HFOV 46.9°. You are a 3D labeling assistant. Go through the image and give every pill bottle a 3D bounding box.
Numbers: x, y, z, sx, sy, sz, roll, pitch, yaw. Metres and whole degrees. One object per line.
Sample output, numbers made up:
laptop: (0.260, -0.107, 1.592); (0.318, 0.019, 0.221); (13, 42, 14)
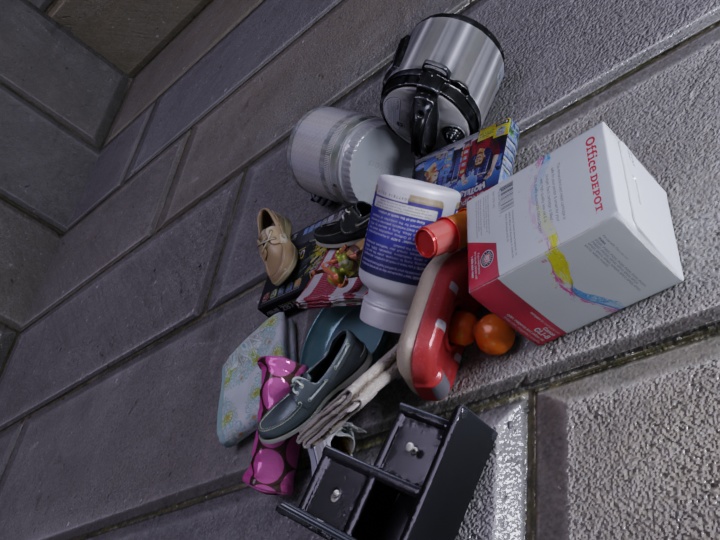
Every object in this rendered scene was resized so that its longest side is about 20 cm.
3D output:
pill bottle: (0.061, -0.022, 1.147); (0.119, 0.118, 0.203); (29, 109, 60)

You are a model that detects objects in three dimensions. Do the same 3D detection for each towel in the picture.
towel: (-0.180, 0.186, 1.440); (0.171, 0.048, 0.201); (-41, 33, 25)
towel: (0.004, 0.157, 1.086); (0.133, 0.035, 0.200); (-45, -7, 35)
towel: (0.000, 0.000, 1.316); (0.198, 0.023, 0.145); (-7, 38, 36)

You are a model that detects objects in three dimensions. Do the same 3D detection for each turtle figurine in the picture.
turtle figurine: (0.004, -0.027, 1.250); (0.161, 0.064, 0.200); (-44, 4, -1)

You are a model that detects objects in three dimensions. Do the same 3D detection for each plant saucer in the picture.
plant saucer: (-0.017, 0.109, 1.295); (0.199, 0.036, 0.202); (-35, 35, 30)

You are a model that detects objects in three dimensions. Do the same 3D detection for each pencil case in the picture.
pencil case: (-0.129, 0.232, 1.247); (0.093, 0.090, 0.203); (-7, 70, 46)

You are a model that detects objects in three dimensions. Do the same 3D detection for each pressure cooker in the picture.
pressure cooker: (0.126, -0.285, 1.326); (0.177, 0.176, 0.202); (-5, 53, 48)

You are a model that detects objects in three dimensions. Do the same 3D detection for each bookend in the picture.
bookend: (0.031, 0.243, 0.998); (0.197, 0.092, 0.202); (13, 71, 43)

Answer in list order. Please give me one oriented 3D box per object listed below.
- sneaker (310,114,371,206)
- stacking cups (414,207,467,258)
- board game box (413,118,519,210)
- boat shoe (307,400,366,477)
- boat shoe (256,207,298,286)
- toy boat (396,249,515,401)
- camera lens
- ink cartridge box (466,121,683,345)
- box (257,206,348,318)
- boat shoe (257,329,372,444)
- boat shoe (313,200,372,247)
sneaker: (-0.040, -0.219, 1.617); (0.201, 0.074, 0.087); (-56, 20, -5)
stacking cups: (0.151, -0.064, 1.075); (0.060, 0.198, 0.061); (27, 125, 47)
board game box: (0.149, -0.102, 1.239); (0.199, 0.061, 0.202); (-18, 48, 46)
boat shoe: (-0.031, 0.237, 1.152); (0.086, 0.074, 0.203); (-41, 35, 23)
boat shoe: (-0.163, -0.045, 1.530); (0.071, 0.064, 0.201); (-43, 30, 16)
toy boat: (0.135, 0.072, 1.059); (0.129, 0.131, 0.202); (10, 66, 25)
camera lens: (-0.023, -0.199, 1.460); (0.199, 0.160, 0.161); (23, 79, 48)
ink cartridge box: (0.242, -0.037, 0.958); (0.199, 0.144, 0.147); (-30, 39, 36)
box: (-0.092, -0.010, 1.505); (0.199, 0.049, 0.163); (-23, 40, 41)
boat shoe: (-0.074, 0.161, 1.172); (0.199, 0.062, 0.073); (-39, 30, -11)
boat shoe: (0.001, -0.084, 1.375); (0.198, 0.068, 0.072); (-10, 25, 36)
